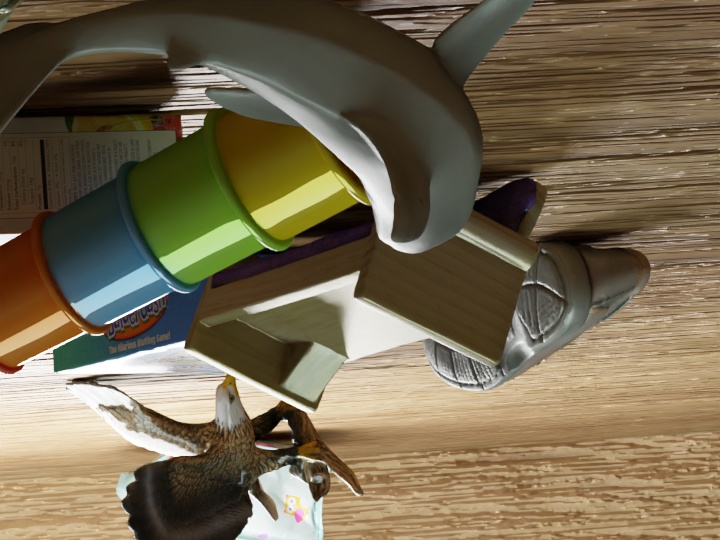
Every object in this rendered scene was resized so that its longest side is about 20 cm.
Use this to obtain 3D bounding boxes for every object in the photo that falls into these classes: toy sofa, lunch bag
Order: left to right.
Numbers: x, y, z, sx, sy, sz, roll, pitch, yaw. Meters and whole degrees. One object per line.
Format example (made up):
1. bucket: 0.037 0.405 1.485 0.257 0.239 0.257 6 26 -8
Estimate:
1. lunch bag: -0.146 0.233 2.706 0.199 0.123 0.170 6 172 -14
2. toy sofa: 0.000 0.000 1.281 0.083 0.098 0.200 26 160 -23

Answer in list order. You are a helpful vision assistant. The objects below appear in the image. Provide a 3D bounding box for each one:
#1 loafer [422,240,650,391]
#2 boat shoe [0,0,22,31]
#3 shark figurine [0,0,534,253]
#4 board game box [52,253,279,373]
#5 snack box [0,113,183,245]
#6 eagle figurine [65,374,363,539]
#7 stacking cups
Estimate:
1. loafer: 0.100 0.026 1.523 0.063 0.072 0.200 -9 172 -24
2. boat shoe: -0.182 -0.068 0.667 0.200 0.074 0.063 -3 166 -30
3. shark figurine: -0.019 -0.044 0.818 0.214 0.090 0.128 14 139 -38
4. board game box: -0.064 0.026 1.504 0.152 0.045 0.200 1 170 -36
5. snack box: -0.161 -0.020 1.082 0.142 0.053 0.200 -1 170 -16
6. eagle figurine: -0.123 0.141 2.046 0.199 0.152 0.152 -13 -173 -25
7. stacking cups: -0.087 -0.004 0.961 0.200 0.061 0.060 -30 164 17
